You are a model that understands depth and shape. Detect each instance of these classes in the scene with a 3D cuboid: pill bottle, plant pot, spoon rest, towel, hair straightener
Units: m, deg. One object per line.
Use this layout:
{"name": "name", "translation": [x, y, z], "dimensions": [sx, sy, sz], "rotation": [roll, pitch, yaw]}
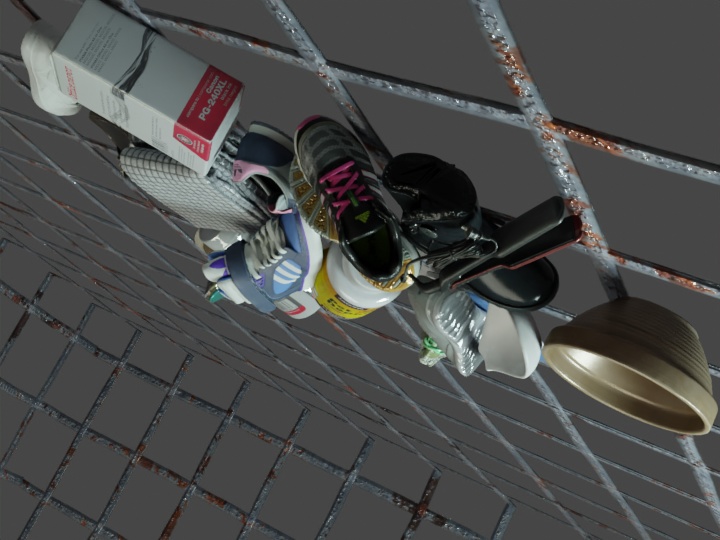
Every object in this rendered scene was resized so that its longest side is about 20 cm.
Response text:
{"name": "pill bottle", "translation": [0.000, 0.000, 1.570], "dimensions": [0.108, 0.110, 0.200], "rotation": [30, 167, -6]}
{"name": "pill bottle", "translation": [-0.136, -0.024, 1.759], "dimensions": [0.199, 0.112, 0.110], "rotation": [37, 164, -31]}
{"name": "plant pot", "translation": [0.307, 0.093, 1.325], "dimensions": [0.199, 0.093, 0.201], "rotation": [27, 166, 7]}
{"name": "spoon rest", "translation": [0.172, 0.086, 1.407], "dimensions": [0.200, 0.060, 0.100], "rotation": [74, 174, -75]}
{"name": "towel", "translation": [-0.192, -0.121, 1.574], "dimensions": [0.164, 0.087, 0.200], "rotation": [9, 163, 35]}
{"name": "hair straightener", "translation": [0.116, -0.028, 1.192], "dimensions": [0.198, 0.041, 0.077], "rotation": [-21, 136, 30]}

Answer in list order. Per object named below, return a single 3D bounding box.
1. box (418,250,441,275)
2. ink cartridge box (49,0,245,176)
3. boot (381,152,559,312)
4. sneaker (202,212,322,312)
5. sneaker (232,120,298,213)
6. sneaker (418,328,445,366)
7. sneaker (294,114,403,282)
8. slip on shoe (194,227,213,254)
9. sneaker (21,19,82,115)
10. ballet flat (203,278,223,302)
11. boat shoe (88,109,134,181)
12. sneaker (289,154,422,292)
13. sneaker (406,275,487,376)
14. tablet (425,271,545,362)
{"name": "box", "translation": [0.129, 0.005, 1.495], "dimensions": [0.143, 0.037, 0.200], "rotation": [25, 165, 13]}
{"name": "ink cartridge box", "translation": [-0.239, -0.205, 1.357], "dimensions": [0.198, 0.084, 0.145], "rotation": [30, 167, -4]}
{"name": "boot", "translation": [0.116, -0.038, 1.263], "dimensions": [0.199, 0.077, 0.168], "rotation": [32, 172, 16]}
{"name": "sneaker", "translation": [-0.130, -0.017, 1.546], "dimensions": [0.144, 0.082, 0.201], "rotation": [-11, 156, -12]}
{"name": "sneaker", "translation": [-0.070, -0.091, 1.438], "dimensions": [0.199, 0.083, 0.070], "rotation": [35, 164, -25]}
{"name": "sneaker", "translation": [0.118, 0.096, 1.727], "dimensions": [0.076, 0.089, 0.200], "rotation": [26, 166, 8]}
{"name": "sneaker", "translation": [-0.005, -0.070, 1.268], "dimensions": [0.202, 0.073, 0.088], "rotation": [64, 179, -19]}
{"name": "slip on shoe", "translation": [-0.206, -0.044, 1.903], "dimensions": [0.060, 0.077, 0.200], "rotation": [31, 170, 12]}
{"name": "sneaker", "translation": [-0.356, -0.229, 1.532], "dimensions": [0.115, 0.074, 0.200], "rotation": [30, 166, 7]}
{"name": "ballet flat", "translation": [-0.185, -0.007, 1.846], "dimensions": [0.071, 0.073, 0.199], "rotation": [20, -154, 29]}
{"name": "boat shoe", "translation": [-0.299, -0.157, 1.679], "dimensions": [0.199, 0.074, 0.074], "rotation": [37, 164, -31]}
{"name": "sneaker", "translation": [-0.005, -0.059, 1.392], "dimensions": [0.201, 0.075, 0.088], "rotation": [53, -160, 5]}
{"name": "sneaker", "translation": [0.111, 0.058, 1.476], "dimensions": [0.082, 0.075, 0.201], "rotation": [35, 166, 34]}
{"name": "tablet", "translation": [0.167, 0.060, 1.515], "dimensions": [0.129, 0.014, 0.200], "rotation": [20, 165, 31]}
